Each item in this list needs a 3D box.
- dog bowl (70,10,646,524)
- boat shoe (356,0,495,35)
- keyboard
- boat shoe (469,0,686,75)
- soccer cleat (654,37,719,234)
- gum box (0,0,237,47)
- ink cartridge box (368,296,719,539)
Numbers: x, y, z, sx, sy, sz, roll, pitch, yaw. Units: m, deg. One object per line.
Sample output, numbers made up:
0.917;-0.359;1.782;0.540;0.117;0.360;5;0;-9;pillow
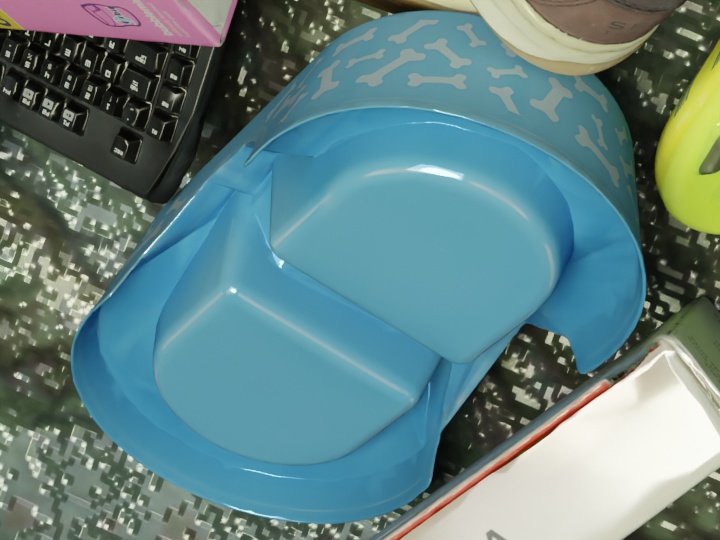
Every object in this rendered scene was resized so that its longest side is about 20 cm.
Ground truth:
0.000;0.000;0.771;0.111;0.050;0.200;31;138;-17;dog bowl
-0.010;-0.115;0.787;0.199;0.072;0.065;23;93;31;boat shoe
-0.127;-0.075;0.812;0.199;0.040;0.105;28;114;32;keyboard
0.022;-0.143;0.688;0.072;0.065;0.201;-33;91;-30;boat shoe
0.144;-0.099;0.770;0.201;0.065;0.084;-56;38;16;soccer cleat
-0.069;-0.167;0.759;0.113;0.066;0.201;7;70;29;gum box
0.016;0.088;0.759;0.200;0.174;0.044;-37;87;15;ink cartridge box
